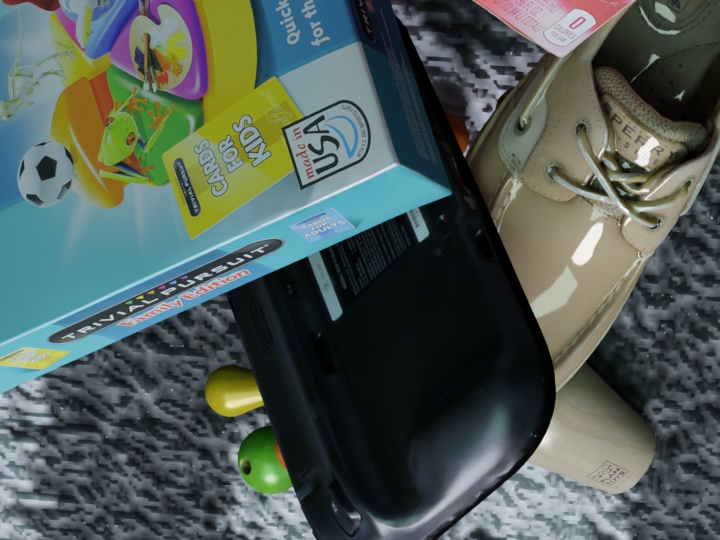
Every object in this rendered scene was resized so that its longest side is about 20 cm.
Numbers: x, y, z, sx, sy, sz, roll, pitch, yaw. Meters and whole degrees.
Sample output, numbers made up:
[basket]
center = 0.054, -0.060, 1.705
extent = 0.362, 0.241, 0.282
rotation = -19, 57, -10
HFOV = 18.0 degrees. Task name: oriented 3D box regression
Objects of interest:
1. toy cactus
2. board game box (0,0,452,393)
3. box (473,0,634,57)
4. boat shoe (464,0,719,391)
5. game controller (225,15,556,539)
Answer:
[toy cactus]
center = 0.045, 0.036, 0.844
extent = 0.165, 0.102, 0.200
rotation = 31, 110, -24
[board game box]
center = -0.085, -0.059, 0.766
extent = 0.200, 0.047, 0.151
rotation = -24, 71, 20
[box]
center = 0.026, -0.163, 0.668
extent = 0.103, 0.095, 0.200
rotation = -37, 139, 25
[boat shoe]
center = 0.082, -0.045, 0.748
extent = 0.071, 0.065, 0.200
rotation = 24, 92, -9
[game controller]
center = 0.000, 0.000, 0.768
extent = 0.104, 0.200, 0.042
rotation = -37, 142, 20
